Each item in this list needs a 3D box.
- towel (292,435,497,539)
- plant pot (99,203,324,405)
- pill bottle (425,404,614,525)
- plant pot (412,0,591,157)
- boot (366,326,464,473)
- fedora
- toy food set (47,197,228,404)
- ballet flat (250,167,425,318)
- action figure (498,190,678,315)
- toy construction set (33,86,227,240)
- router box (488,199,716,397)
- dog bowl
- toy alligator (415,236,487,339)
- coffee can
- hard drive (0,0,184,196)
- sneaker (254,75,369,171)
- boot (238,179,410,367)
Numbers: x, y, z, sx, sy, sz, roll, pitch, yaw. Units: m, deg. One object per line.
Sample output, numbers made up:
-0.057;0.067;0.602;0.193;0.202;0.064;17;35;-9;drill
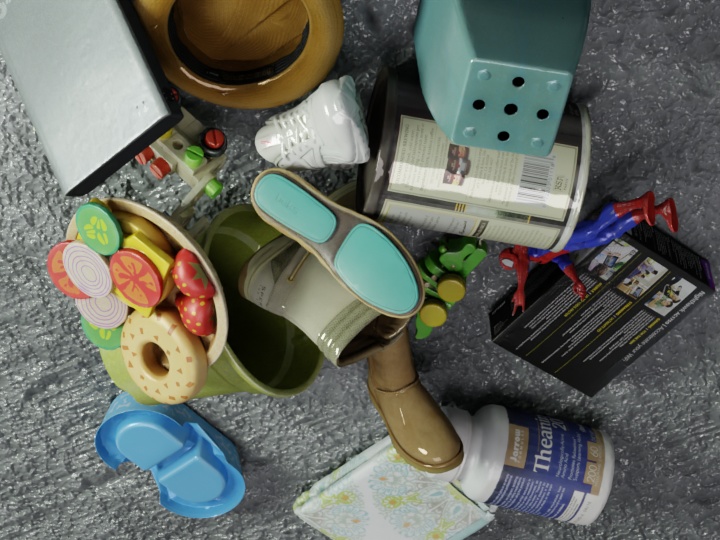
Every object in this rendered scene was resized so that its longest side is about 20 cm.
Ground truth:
0.046;0.278;1.964;0.199;0.048;0.171;-36;118;27;towel
-0.165;0.054;1.698;0.183;0.202;0.201;-19;129;31;plant pot
0.179;0.215;1.864;0.198;0.112;0.112;14;129;-12;pill bottle
0.128;-0.201;1.452;0.140;0.201;0.142;8;130;-6;plant pot
0.040;0.098;1.736;0.066;0.175;0.201;-28;135;-18;boot
-0.107;-0.241;1.499;0.198;0.082;0.202;4;135;4;fedora
-0.210;0.021;1.555;0.197;0.049;0.201;37;137;9;toy food set
-0.015;-0.029;1.542;0.200;0.063;0.069;40;96;10;ballet flat
0.218;-0.009;1.636;0.199;0.100;0.065;-14;160;42;action figure
-0.206;-0.105;1.575;0.200;0.131;0.092;49;151;-4;toy construction set
0.255;0.034;1.748;0.148;0.051;0.200;29;125;-24;router box
-0.218;0.209;1.905;0.111;0.050;0.200;-33;122;25;dog bowl
0.091;-0.007;1.710;0.054;0.060;0.201;26;126;-10;toy alligator
0.105;-0.105;1.570;0.198;0.147;0.147;10;130;-8;coffee can
-0.253;-0.189;1.490;0.139;0.201;0.033;-34;164;27;hard drive
-0.048;-0.125;1.531;0.098;0.079;0.200;-11;172;-9;sneaker
0.000;0.000;1.607;0.199;0.154;0.073;-37;145;-27;boot
